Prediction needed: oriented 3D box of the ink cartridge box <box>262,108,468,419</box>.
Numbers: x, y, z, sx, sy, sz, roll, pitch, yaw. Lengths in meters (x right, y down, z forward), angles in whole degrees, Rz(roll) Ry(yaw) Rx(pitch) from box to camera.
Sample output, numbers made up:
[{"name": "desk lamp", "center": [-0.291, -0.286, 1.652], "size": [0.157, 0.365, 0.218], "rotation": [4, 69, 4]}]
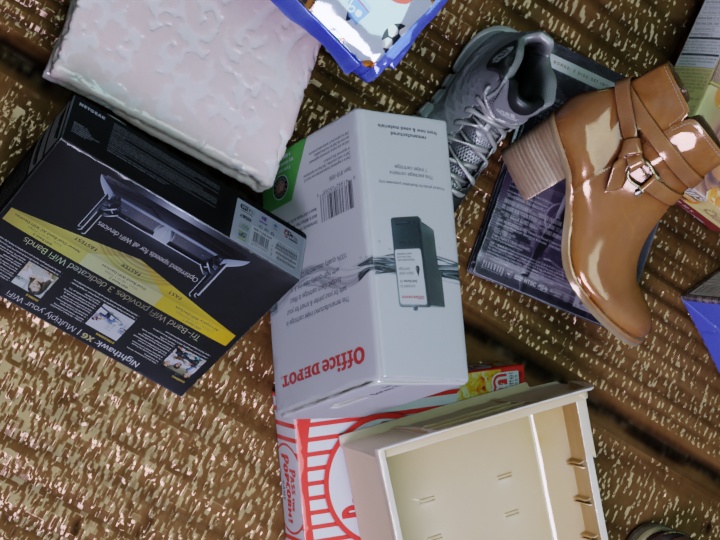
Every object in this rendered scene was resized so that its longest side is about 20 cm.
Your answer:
[{"name": "ink cartridge box", "center": [0.000, 0.000, 1.438], "size": [0.083, 0.146, 0.201], "rotation": [5, 74, -33]}]

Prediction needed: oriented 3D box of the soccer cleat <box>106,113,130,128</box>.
[{"name": "soccer cleat", "center": [-0.144, -0.043, 1.442], "size": [0.200, 0.078, 0.069], "rotation": [42, 77, -19]}]

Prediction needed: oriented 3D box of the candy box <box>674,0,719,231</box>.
[{"name": "candy box", "center": [0.314, -0.144, 1.628], "size": [0.115, 0.055, 0.200], "rotation": [33, 77, -35]}]

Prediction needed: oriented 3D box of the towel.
[{"name": "towel", "center": [-0.119, -0.183, 1.449], "size": [0.191, 0.032, 0.200], "rotation": [26, 66, -20]}]

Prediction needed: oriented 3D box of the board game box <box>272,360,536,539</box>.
[{"name": "board game box", "center": [0.036, 0.158, 1.540], "size": [0.199, 0.046, 0.152], "rotation": [-7, 94, -22]}]

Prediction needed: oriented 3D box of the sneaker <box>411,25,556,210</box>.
[{"name": "sneaker", "center": [0.087, -0.108, 1.516], "size": [0.075, 0.115, 0.200], "rotation": [33, 79, -20]}]

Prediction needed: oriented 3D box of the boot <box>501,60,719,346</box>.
[{"name": "boot", "center": [0.223, -0.053, 1.547], "size": [0.155, 0.077, 0.200], "rotation": [-28, 91, 16]}]

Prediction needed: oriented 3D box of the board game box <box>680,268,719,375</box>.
[{"name": "board game box", "center": [0.399, 0.014, 1.626], "size": [0.200, 0.159, 0.097], "rotation": [-33, 104, -18]}]

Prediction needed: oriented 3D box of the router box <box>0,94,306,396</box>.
[{"name": "router box", "center": [-0.163, -0.013, 1.397], "size": [0.200, 0.157, 0.052], "rotation": [32, 38, -21]}]

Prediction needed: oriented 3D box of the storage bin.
[{"name": "storage bin", "center": [0.103, 0.202, 1.493], "size": [0.198, 0.094, 0.201], "rotation": [-14, 97, -22]}]

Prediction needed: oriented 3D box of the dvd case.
[{"name": "dvd case", "center": [0.183, -0.067, 1.611], "size": [0.148, 0.016, 0.200], "rotation": [22, 84, -21]}]

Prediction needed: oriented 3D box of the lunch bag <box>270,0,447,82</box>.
[{"name": "lunch bag", "center": [-0.007, -0.255, 1.438], "size": [0.170, 0.124, 0.200], "rotation": [43, 51, -15]}]

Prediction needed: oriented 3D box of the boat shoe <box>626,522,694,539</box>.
[{"name": "boat shoe", "center": [0.228, 0.306, 1.612], "size": [0.072, 0.068, 0.201], "rotation": [24, 83, -21]}]
